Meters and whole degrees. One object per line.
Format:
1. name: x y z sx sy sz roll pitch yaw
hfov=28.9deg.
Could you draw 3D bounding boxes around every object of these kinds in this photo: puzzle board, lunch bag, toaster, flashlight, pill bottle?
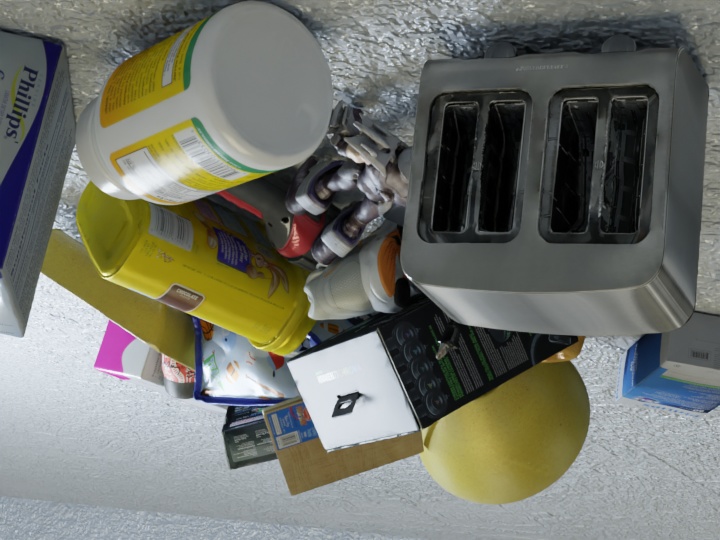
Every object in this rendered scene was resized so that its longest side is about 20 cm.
1. puzzle board: -0.014 0.157 1.395 0.149 0.018 0.201 -18 148 -4
2. lunch bag: -0.049 0.076 1.438 0.199 0.125 0.169 2 -172 42
3. toaster: 0.127 -0.047 0.918 0.179 0.202 0.119 1 165 25
4. flashlight: -0.098 -0.065 1.197 0.199 0.068 0.068 28 -173 -41
5. pill bottle: -0.119 -0.109 0.988 0.112 0.114 0.199 22 158 -35

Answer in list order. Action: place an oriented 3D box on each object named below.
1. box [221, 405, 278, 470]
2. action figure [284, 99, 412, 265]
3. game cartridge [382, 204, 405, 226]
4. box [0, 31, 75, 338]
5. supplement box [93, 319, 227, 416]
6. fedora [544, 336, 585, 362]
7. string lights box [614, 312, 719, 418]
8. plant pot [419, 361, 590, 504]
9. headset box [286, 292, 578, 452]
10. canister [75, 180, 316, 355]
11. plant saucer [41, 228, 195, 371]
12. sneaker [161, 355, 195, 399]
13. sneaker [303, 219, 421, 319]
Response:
1. box: -0.049 0.153 1.534 0.198 0.047 0.159 -13 -170 0
2. action figure: 0.010 -0.070 1.081 0.130 0.069 0.199 48 151 -13
3. game cartridge: 0.126 -0.047 1.183 0.198 0.042 0.133 15 166 -17
4. box: -0.298 -0.066 1.096 0.104 0.186 0.200 12 162 -5
5. supplement box: -0.205 0.105 1.682 0.101 0.105 0.199 6 166 44
6. fedora: 0.162 0.041 1.354 0.198 0.083 0.201 8 161 3
7. string lights box: 0.348 0.103 1.491 0.101 0.060 0.200 10 162 -3
8. plant pot: 0.133 0.126 1.483 0.198 0.202 0.142 1 149 23
9. headset box: 0.055 0.073 1.218 0.199 0.094 0.174 -25 -179 -32
10. canister: -0.147 -0.014 1.264 0.199 0.087 0.149 26 -163 -36
11. plant saucer: -0.253 0.026 1.458 0.199 0.049 0.200 32 174 12
12. sneaker: -0.138 0.067 1.604 0.200 0.109 0.067 -18 -151 -32
13. sneaker: 0.000 0.000 1.226 0.091 0.077 0.200 -15 -177 12
